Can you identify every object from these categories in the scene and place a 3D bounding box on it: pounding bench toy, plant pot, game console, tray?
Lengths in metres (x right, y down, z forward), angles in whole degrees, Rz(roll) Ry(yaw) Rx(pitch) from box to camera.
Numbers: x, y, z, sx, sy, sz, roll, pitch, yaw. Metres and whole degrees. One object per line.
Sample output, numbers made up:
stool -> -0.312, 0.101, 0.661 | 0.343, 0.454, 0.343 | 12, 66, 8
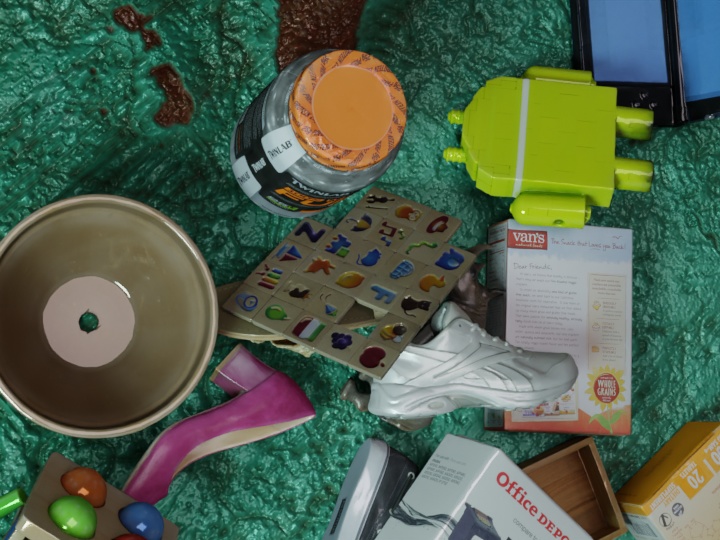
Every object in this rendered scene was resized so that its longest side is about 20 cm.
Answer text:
pounding bench toy -> -0.264, 0.225, 1.056 | 0.199, 0.124, 0.156 | 34, 102, -11
plant pot -> -0.226, 0.041, 1.137 | 0.199, 0.093, 0.202 | 2, 83, -17
game console -> 0.310, -0.252, 1.329 | 0.170, 0.118, 0.201 | -2, 84, -18
tray -> 0.147, 0.241, 1.263 | 0.199, 0.037, 0.099 | -21, 90, -20

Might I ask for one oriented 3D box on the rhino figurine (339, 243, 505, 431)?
rhino figurine -> 0.070, 0.058, 1.244 | 0.087, 0.060, 0.201 | 35, 77, -9

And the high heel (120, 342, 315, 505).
high heel -> -0.129, 0.163, 1.168 | 0.096, 0.067, 0.200 | 39, 61, 1

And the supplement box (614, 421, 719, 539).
supplement box -> 0.356, 0.263, 1.306 | 0.126, 0.073, 0.200 | -41, 97, -17

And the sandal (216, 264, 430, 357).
sandal -> -0.039, 0.050, 1.206 | 0.210, 0.070, 0.078 | -8, 42, -3

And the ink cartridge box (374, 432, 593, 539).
ink cartridge box -> 0.089, 0.266, 1.165 | 0.145, 0.084, 0.200 | 44, 72, -23

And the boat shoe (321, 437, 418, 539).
boat shoe -> 0.000, 0.253, 1.202 | 0.066, 0.070, 0.201 | 25, 69, -12

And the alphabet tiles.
alphabet tiles -> 0.000, 0.000, 1.196 | 0.166, 0.008, 0.200 | 22, 51, 25

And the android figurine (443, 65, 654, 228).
android figurine -> 0.180, -0.123, 1.279 | 0.199, 0.041, 0.183 | 4, 59, 4

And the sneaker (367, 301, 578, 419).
sneaker -> 0.102, 0.076, 1.183 | 0.199, 0.078, 0.100 | -3, 89, -20

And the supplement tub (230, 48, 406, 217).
supplement tub -> -0.037, -0.119, 1.159 | 0.122, 0.200, 0.123 | 2, 83, -17

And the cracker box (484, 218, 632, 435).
cracker box -> 0.191, 0.056, 1.286 | 0.133, 0.058, 0.201 | 4, 83, -16
